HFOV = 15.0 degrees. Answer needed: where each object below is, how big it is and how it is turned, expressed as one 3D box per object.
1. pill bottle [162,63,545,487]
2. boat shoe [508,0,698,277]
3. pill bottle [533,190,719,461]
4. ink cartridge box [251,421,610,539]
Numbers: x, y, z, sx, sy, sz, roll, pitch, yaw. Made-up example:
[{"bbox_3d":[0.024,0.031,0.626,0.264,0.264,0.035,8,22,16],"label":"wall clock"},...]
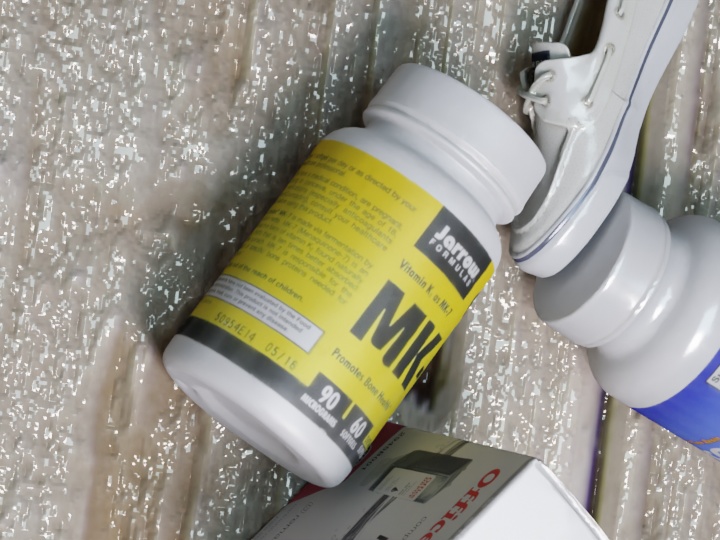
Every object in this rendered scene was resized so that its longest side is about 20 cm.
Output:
[{"bbox_3d":[0.000,0.000,1.389,0.114,0.114,0.200,41,78,-21],"label":"pill bottle"},{"bbox_3d":[0.115,-0.096,1.458,0.070,0.071,0.200,30,79,-23],"label":"boat shoe"},{"bbox_3d":[0.194,0.039,1.481,0.200,0.112,0.112,30,82,-23],"label":"pill bottle"},{"bbox_3d":[0.021,0.158,1.363,0.146,0.200,0.085,-44,110,-15],"label":"ink cartridge box"}]
